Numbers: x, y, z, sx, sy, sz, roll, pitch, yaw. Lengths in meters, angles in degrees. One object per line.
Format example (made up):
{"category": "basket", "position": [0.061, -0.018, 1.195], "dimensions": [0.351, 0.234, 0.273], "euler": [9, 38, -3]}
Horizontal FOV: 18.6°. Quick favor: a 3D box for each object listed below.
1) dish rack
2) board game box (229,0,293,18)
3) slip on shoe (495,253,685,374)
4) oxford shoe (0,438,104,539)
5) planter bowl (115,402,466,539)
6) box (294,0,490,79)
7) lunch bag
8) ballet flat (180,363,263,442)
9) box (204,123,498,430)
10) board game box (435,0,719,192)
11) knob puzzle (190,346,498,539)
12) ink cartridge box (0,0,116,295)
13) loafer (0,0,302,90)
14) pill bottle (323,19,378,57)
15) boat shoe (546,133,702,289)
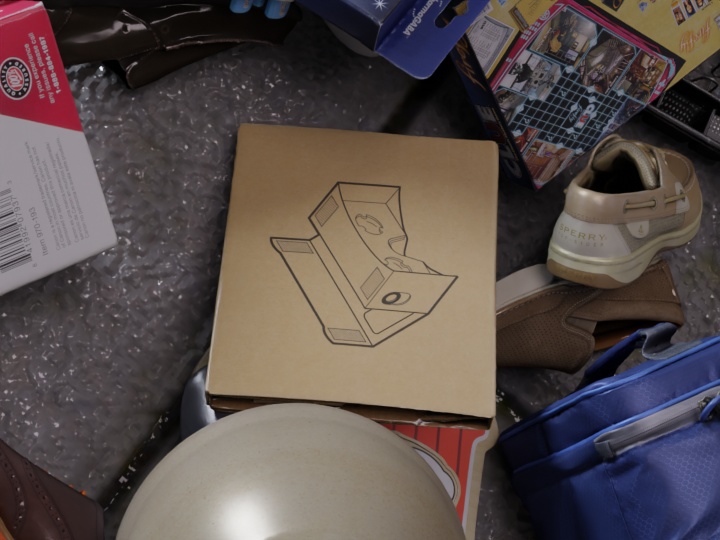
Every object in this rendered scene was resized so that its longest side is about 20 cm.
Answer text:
{"category": "dish rack", "position": [0.224, -0.183, 1.465], "dimensions": [0.153, 0.055, 0.201], "euler": [29, 72, -13]}
{"category": "board game box", "position": [-0.148, -0.229, 1.304], "dimensions": [0.199, 0.026, 0.201], "euler": [2, 48, -21]}
{"category": "slip on shoe", "position": [0.118, 0.034, 1.347], "dimensions": [0.199, 0.076, 0.061], "euler": [-17, 72, -39]}
{"category": "oxford shoe", "position": [-0.189, 0.133, 1.211], "dimensions": [0.072, 0.071, 0.201], "euler": [-32, 97, -35]}
{"category": "planter bowl", "position": [-0.030, 0.182, 1.138], "dimensions": [0.199, 0.135, 0.202], "euler": [-1, 99, -7]}
{"category": "box", "position": [-0.013, -0.205, 1.276], "dimensions": [0.199, 0.032, 0.121], "euler": [33, 60, 9]}
{"category": "lunch bag", "position": [0.172, 0.106, 1.284], "dimensions": [0.135, 0.200, 0.133], "euler": [-21, 81, -23]}
{"category": "ballet flat", "position": [-0.052, 0.149, 1.236], "dimensions": [0.073, 0.073, 0.201], "euler": [-12, 90, -24]}
{"category": "box", "position": [0.000, 0.000, 1.284], "dimensions": [0.162, 0.021, 0.201], "euler": [4, 52, 0]}
{"category": "board game box", "position": [0.148, -0.162, 1.361], "dimensions": [0.200, 0.035, 0.136], "euler": [-37, 119, -18]}
{"category": "knob puzzle", "position": [-0.004, 0.078, 1.316], "dimensions": [0.218, 0.030, 0.221], "euler": [6, 72, -20]}
{"category": "ink cartridge box", "position": [-0.252, -0.048, 1.196], "dimensions": [0.199, 0.083, 0.146], "euler": [-24, 110, -26]}
{"category": "loafer", "position": [-0.131, -0.145, 1.317], "dimensions": [0.199, 0.073, 0.072], "euler": [-1, 110, -25]}
{"category": "pill bottle", "position": [0.070, -0.217, 1.386], "dimensions": [0.199, 0.111, 0.111], "euler": [-24, 85, -26]}
{"category": "boat shoe", "position": [0.168, -0.049, 1.353], "dimensions": [0.072, 0.065, 0.200], "euler": [14, 23, 21]}
